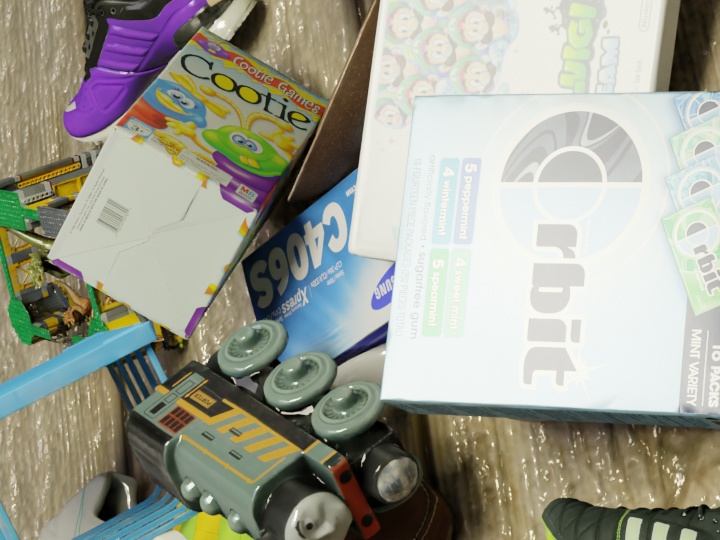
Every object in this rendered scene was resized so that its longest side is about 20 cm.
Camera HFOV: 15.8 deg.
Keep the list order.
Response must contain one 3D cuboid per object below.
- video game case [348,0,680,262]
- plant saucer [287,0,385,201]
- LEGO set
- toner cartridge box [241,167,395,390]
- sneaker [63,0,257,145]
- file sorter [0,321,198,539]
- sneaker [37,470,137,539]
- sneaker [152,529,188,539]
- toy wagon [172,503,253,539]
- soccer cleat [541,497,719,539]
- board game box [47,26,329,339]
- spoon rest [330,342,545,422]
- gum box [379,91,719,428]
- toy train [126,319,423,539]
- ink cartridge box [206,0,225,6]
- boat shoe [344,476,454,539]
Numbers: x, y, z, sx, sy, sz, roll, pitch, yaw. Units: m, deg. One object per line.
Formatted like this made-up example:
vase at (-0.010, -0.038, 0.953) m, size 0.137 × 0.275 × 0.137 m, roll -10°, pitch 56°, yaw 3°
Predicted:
video game case at (0.085, -0.096, 1.443) m, size 0.182 × 0.024 × 0.201 m, roll 9°, pitch 92°, yaw 32°
plant saucer at (0.010, -0.127, 1.588) m, size 0.200 × 0.037 × 0.201 m, roll -156°, pitch 90°, yaw -88°
LEGO set at (-0.176, -0.015, 1.856) m, size 0.200 × 0.116 × 0.154 m, roll -3°, pitch 106°, yaw 60°
toner cartridge box at (0.000, 0.000, 1.578) m, size 0.200 × 0.043 × 0.095 m, roll -37°, pitch 65°, yaw 52°
sneaker at (-0.166, -0.171, 1.856) m, size 0.200 × 0.099 × 0.070 m, roll -35°, pitch 20°, yaw 40°
file sorter at (-0.185, 0.119, 1.662) m, size 0.123 × 0.138 × 0.200 m, roll 63°, pitch 166°, yaw -3°
sneaker at (-0.168, 0.217, 1.766) m, size 0.080 × 0.070 × 0.200 m, roll -55°, pitch 38°, yaw 25°
sneaker at (-0.107, 0.262, 1.601) m, size 0.200 × 0.084 × 0.073 m, roll 57°, pitch 144°, yaw 19°
toy wagon at (-0.056, 0.172, 1.641) m, size 0.200 × 0.039 × 0.156 m, roll 5°, pitch 84°, yaw 57°
soccer cleat at (0.166, 0.148, 1.307) m, size 0.081 × 0.067 × 0.200 m, roll -57°, pitch 35°, yaw -3°
board game box at (-0.104, -0.059, 1.648) m, size 0.105 × 0.103 × 0.200 m, roll -60°, pitch 1°, yaw 27°
spoon rest at (0.056, 0.049, 1.488) m, size 0.061 × 0.100 × 0.200 m, roll -41°, pitch 13°, yaw -31°
gum box at (0.115, -0.007, 1.365) m, size 0.199 × 0.045 × 0.171 m, roll 2°, pitch 79°, yaw 27°
toy train at (-0.050, 0.104, 1.507) m, size 0.114 × 0.085 × 0.200 m, roll -38°, pitch 35°, yaw -17°
ink cartridge box at (-0.001, -0.250, 1.590) m, size 0.200 × 0.165 × 0.075 m, roll -19°, pitch 101°, yaw 52°
boat shoe at (-0.028, 0.198, 1.516) m, size 0.200 × 0.074 × 0.076 m, roll -49°, pitch 53°, yaw 5°
